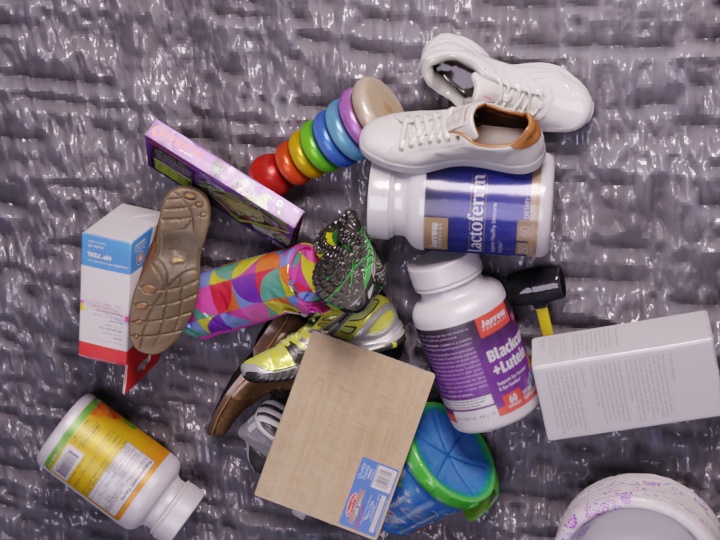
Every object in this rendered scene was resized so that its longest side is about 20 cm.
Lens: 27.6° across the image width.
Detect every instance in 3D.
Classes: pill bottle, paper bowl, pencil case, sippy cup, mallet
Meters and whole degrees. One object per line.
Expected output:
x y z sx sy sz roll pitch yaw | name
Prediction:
-0.301 0.257 1.864 0.200 0.111 0.111 37 116 0 | pill bottle
0.328 0.331 1.717 0.200 0.104 0.201 6 112 14 | paper bowl
0.110 -0.077 1.604 0.199 0.116 0.116 3 111 6 | pill bottle
0.125 0.074 1.672 0.111 0.111 0.201 -16 106 21 | pill bottle
-0.131 0.028 1.727 0.199 0.088 0.089 -13 107 33 | pencil case
0.069 0.247 1.748 0.178 0.140 0.130 49 123 2 | sippy cup
0.211 0.089 1.698 0.066 0.041 0.201 -2 113 15 | mallet

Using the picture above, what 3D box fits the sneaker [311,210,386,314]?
0.000 0.000 1.639 0.078 0.200 0.085 -39 107 14 | sneaker

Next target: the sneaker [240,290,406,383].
-0.049 0.081 1.726 0.199 0.075 0.077 -18 90 -13 | sneaker

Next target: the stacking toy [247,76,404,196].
-0.046 -0.137 1.665 0.200 0.085 0.086 -29 100 30 | stacking toy

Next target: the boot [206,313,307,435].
-0.120 0.139 1.795 0.075 0.074 0.200 32 114 -9 | boot

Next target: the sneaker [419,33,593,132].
0.150 -0.188 1.571 0.199 0.099 0.078 18 114 9 | sneaker

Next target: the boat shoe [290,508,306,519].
-0.048 0.199 1.739 0.063 0.200 0.071 25 151 0 | boat shoe

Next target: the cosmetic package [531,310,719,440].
0.299 0.118 1.644 0.199 0.071 0.102 -9 115 12 | cosmetic package

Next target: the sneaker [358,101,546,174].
0.092 -0.150 1.529 0.199 0.073 0.085 2 153 13 | sneaker

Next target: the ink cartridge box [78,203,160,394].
-0.286 0.034 1.772 0.067 0.116 0.201 12 113 13 | ink cartridge box

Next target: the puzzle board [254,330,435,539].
-0.018 0.187 1.668 0.150 0.017 0.201 19 89 6 | puzzle board

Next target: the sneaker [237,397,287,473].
-0.066 0.237 1.824 0.200 0.075 0.115 39 140 -13 | sneaker

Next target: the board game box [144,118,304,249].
-0.158 -0.096 1.691 0.200 0.120 0.032 32 80 1 | board game box

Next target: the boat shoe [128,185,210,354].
-0.220 0.000 1.714 0.072 0.068 0.201 15 89 -6 | boat shoe
